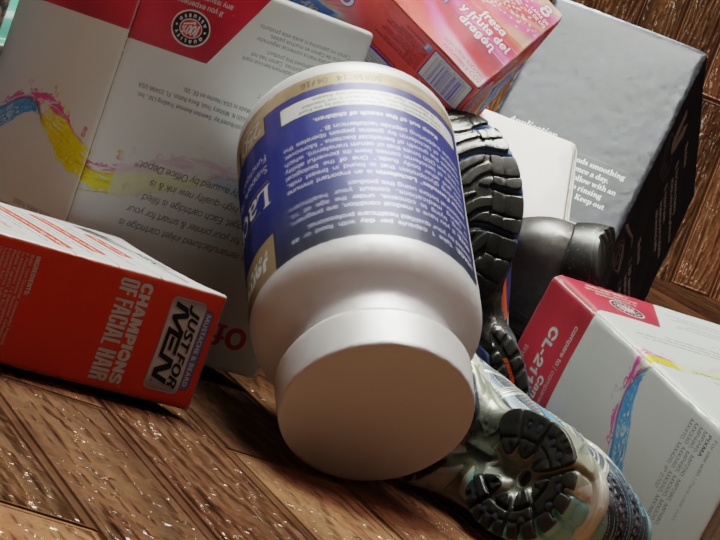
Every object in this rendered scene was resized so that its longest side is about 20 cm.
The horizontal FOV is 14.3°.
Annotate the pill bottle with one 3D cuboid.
[{"bbox_3d":[0.000,0.000,1.415,0.115,0.116,0.201,19,38,-22],"label":"pill bottle"}]

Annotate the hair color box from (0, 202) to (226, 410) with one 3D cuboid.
[{"bbox_3d":[-0.176,0.003,1.352,0.199,0.064,0.111,16,6,-37],"label":"hair color box"}]

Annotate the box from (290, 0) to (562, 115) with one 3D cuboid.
[{"bbox_3d":[0.002,-0.168,1.643,0.200,0.103,0.095,46,48,5],"label":"box"}]

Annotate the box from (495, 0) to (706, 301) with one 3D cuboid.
[{"bbox_3d":[0.144,-0.041,1.960,0.117,0.201,0.197,22,-24,15],"label":"box"}]

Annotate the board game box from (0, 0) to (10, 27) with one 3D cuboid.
[{"bbox_3d":[-0.289,-0.137,1.561,0.159,0.201,0.097,22,6,13],"label":"board game box"}]

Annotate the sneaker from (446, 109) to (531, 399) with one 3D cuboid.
[{"bbox_3d":[0.050,0.012,1.575,0.075,0.201,0.078,1,-8,-8],"label":"sneaker"}]

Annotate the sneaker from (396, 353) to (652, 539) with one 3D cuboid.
[{"bbox_3d":[0.071,0.096,1.428,0.086,0.078,0.200,32,5,-35],"label":"sneaker"}]

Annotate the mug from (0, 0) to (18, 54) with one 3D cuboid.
[{"bbox_3d":[-0.186,-0.085,1.689,0.184,0.153,0.114,15,5,12],"label":"mug"}]

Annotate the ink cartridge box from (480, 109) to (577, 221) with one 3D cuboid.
[{"bbox_3d":[0.026,-0.024,1.761,0.144,0.085,0.200,20,-32,-14],"label":"ink cartridge box"}]

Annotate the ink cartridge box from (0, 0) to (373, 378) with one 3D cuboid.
[{"bbox_3d":[-0.114,-0.065,1.546,0.145,0.201,0.144,18,3,-34],"label":"ink cartridge box"}]

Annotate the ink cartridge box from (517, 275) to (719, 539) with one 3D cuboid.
[{"bbox_3d":[0.188,0.097,1.554,0.145,0.083,0.200,18,18,-36],"label":"ink cartridge box"}]

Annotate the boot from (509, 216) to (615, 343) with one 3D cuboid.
[{"bbox_3d":[0.079,0.026,1.691,0.131,0.070,0.201,12,-41,11],"label":"boot"}]
